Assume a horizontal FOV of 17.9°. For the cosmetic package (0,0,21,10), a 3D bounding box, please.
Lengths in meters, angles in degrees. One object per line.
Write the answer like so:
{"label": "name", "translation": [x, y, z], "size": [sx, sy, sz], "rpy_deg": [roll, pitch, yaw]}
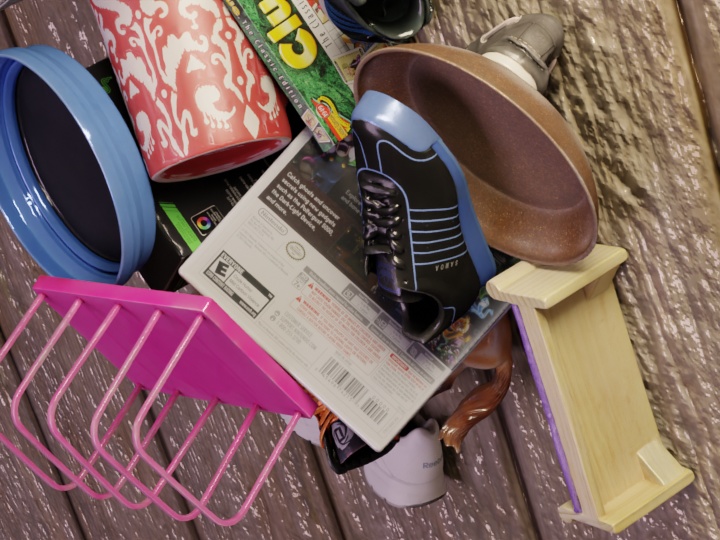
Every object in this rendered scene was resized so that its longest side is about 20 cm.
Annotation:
{"label": "cosmetic package", "translation": [-0.220, -0.287, 1.763], "size": [0.104, 0.200, 0.073], "rpy_deg": [61, 154, -6]}

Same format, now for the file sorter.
{"label": "file sorter", "translation": [-0.165, 0.100, 1.683], "size": [0.200, 0.125, 0.139], "rpy_deg": [6, 148, 45]}

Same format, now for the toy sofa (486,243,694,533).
{"label": "toy sofa", "translation": [0.155, 0.079, 1.623], "size": [0.098, 0.083, 0.200], "rpy_deg": [13, 128, 54]}

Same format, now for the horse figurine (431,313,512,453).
{"label": "horse figurine", "translation": [0.061, 0.033, 1.729], "size": [0.200, 0.132, 0.050], "rpy_deg": [64, -165, -10]}

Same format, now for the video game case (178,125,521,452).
{"label": "video game case", "translation": [0.000, 0.000, 1.665], "size": [0.200, 0.182, 0.023], "rpy_deg": [42, 179, 3]}

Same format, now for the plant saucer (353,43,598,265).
{"label": "plant saucer", "translation": [0.085, -0.085, 1.531], "size": [0.200, 0.037, 0.200], "rpy_deg": [34, 158, 16]}

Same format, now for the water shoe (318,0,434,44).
{"label": "water shoe", "translation": [0.012, -0.179, 1.535], "size": [0.079, 0.071, 0.200], "rpy_deg": [57, -172, 21]}

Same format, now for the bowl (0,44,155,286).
{"label": "bowl", "translation": [-0.223, -0.076, 1.717], "size": [0.201, 0.039, 0.201], "rpy_deg": [36, 141, 36]}

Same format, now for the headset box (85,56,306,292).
{"label": "headset box", "translation": [-0.129, -0.099, 1.797], "size": [0.174, 0.200, 0.093], "rpy_deg": [56, 153, 9]}

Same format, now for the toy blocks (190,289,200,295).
{"label": "toy blocks", "translation": [-0.044, 0.025, 1.807], "size": [0.137, 0.200, 0.100], "rpy_deg": [-47, 44, 52]}

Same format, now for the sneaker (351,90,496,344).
{"label": "sneaker", "translation": [0.032, -0.032, 1.565], "size": [0.070, 0.078, 0.200], "rpy_deg": [19, 150, 41]}

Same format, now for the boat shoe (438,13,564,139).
{"label": "boat shoe", "translation": [0.087, -0.124, 1.580], "size": [0.067, 0.057, 0.200], "rpy_deg": [43, 158, -6]}

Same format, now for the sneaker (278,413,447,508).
{"label": "sneaker", "translation": [0.003, 0.119, 1.953], "size": [0.200, 0.074, 0.087], "rpy_deg": [32, 131, 32]}

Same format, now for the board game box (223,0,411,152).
{"label": "board game box", "translation": [-0.042, -0.195, 1.634], "size": [0.200, 0.105, 0.023], "rpy_deg": [56, 154, -8]}

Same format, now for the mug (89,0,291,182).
{"label": "mug", "translation": [-0.110, -0.181, 1.658], "size": [0.177, 0.133, 0.200], "rpy_deg": [-18, 84, 20]}

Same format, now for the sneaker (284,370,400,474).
{"label": "sneaker", "translation": [-0.027, 0.084, 1.732], "size": [0.200, 0.078, 0.112], "rpy_deg": [30, -146, -45]}
